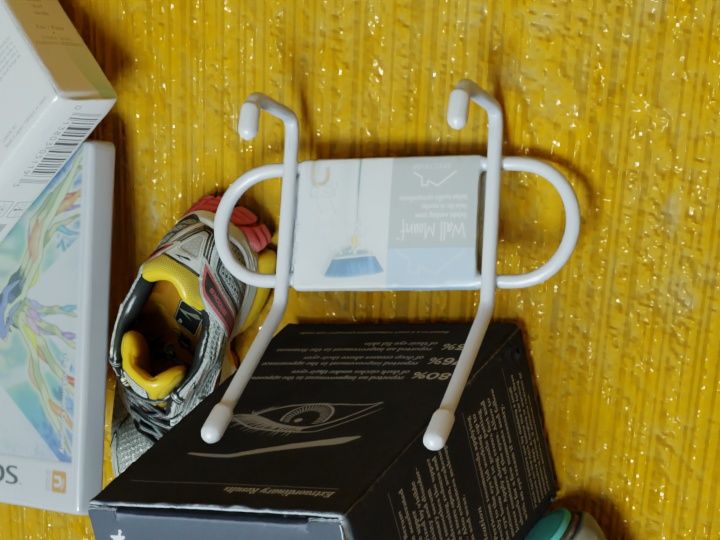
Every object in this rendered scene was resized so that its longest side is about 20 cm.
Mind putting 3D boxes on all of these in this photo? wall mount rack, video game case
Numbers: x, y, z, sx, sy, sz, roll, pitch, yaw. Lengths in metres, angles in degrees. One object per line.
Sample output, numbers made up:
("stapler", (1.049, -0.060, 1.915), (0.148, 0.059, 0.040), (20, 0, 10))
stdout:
("wall mount rack", (0.000, 0.000, 0.941), (0.199, 0.074, 0.175), (-1, 80, 26))
("video game case", (-0.211, 0.027, 1.102), (0.182, 0.022, 0.201), (3, 91, 38))

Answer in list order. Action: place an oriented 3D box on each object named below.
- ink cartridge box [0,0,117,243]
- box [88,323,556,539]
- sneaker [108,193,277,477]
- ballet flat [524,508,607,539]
("ink cartridge box", (-0.236, -0.114, 1.079), (0.161, 0.050, 0.200), (-46, 63, 29))
("box", (-0.013, 0.113, 0.969), (0.147, 0.200, 0.105), (-1, 115, 32))
("sneaker", (-0.110, 0.053, 1.075), (0.078, 0.082, 0.201), (27, 126, 17))
("ballet flat", (0.057, 0.183, 1.051), (0.200, 0.067, 0.064), (-26, 110, 39))
